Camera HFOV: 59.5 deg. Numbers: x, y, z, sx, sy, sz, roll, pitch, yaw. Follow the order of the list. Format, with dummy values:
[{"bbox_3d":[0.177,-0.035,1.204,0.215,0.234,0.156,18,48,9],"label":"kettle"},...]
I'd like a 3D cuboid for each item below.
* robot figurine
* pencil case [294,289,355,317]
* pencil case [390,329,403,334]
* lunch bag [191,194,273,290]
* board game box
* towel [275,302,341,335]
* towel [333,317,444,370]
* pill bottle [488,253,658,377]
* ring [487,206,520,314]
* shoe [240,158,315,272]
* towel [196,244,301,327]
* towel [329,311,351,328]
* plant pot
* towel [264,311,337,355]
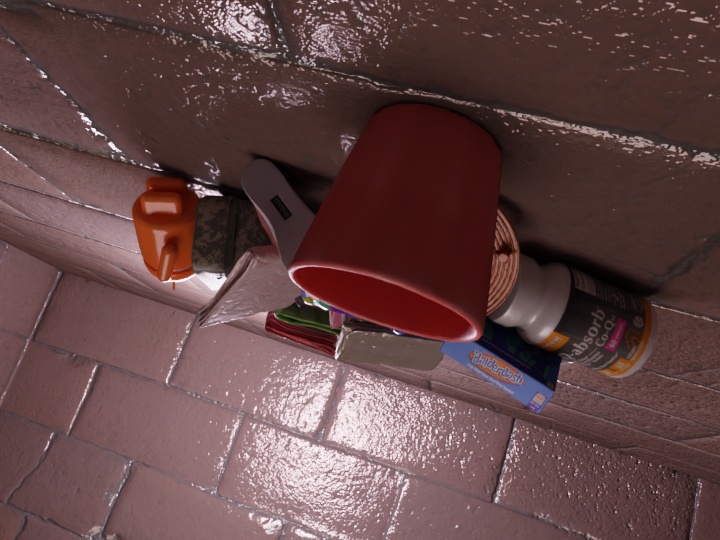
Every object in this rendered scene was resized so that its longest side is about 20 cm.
[{"bbox_3d":[-0.323,-0.062,1.074,0.144,0.116,0.202,42,146,31],"label":"robot figurine"},{"bbox_3d":[0.007,0.030,0.880,0.197,0.090,0.088,13,165,19],"label":"pencil case"},{"bbox_3d":[0.129,0.065,1.004,0.197,0.079,0.087,3,136,-29],"label":"pencil case"},{"bbox_3d":[-0.183,-0.038,1.064,0.165,0.142,0.200,2,167,-2],"label":"lunch bag"},{"bbox_3d":[0.209,0.092,0.888,0.151,0.045,0.200,31,-150,8],"label":"board game box"},{"bbox_3d":[-0.097,0.047,1.186,0.147,0.031,0.201,15,-151,-18],"label":"towel"},{"bbox_3d":[0.056,0.130,1.106,0.197,0.035,0.133,9,148,-9],"label":"towel"},{"bbox_3d":[0.276,0.057,0.833,0.198,0.118,0.116,21,166,-9],"label":"pill bottle"},{"bbox_3d":[0.089,-0.014,0.749,0.197,0.019,0.203,9,124,13],"label":"ring"},{"bbox_3d":[-0.088,-0.053,0.848,0.201,0.071,0.091,56,178,13],"label":"shoe"},{"bbox_3d":[-0.134,0.013,0.971,0.199,0.032,0.191,-12,156,-49],"label":"towel"},{"bbox_3d":[0.045,0.050,1.059,0.197,0.030,0.147,-11,158,-9],"label":"towel"},{"bbox_3d":[0.049,-0.047,0.613,0.198,0.180,0.201,18,166,5],"label":"plant pot"},{"bbox_3d":[-0.108,0.082,1.227,0.143,0.023,0.201,22,-155,-12],"label":"towel"}]
